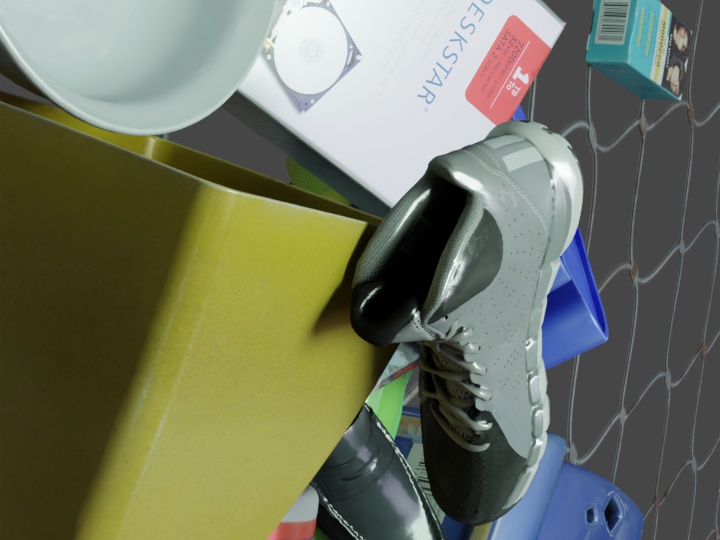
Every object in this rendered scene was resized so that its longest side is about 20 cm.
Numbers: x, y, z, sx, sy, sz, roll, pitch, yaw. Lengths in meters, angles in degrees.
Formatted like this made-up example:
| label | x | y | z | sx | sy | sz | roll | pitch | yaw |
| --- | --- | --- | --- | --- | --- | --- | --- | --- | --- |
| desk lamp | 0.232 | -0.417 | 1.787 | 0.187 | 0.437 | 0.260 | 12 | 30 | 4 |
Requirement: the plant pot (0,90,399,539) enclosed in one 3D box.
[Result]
| label | x | y | z | sx | sy | sz | roll | pitch | yaw |
| --- | --- | --- | --- | --- | --- | --- | --- | --- | --- |
| plant pot | -0.107 | 0.031 | 0.596 | 0.199 | 0.199 | 0.178 | 10 | 99 | -61 |

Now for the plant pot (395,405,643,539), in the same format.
| label | x | y | z | sx | sy | sz | roll | pitch | yaw |
| --- | --- | --- | --- | --- | --- | --- | --- | --- | --- |
| plant pot | 0.070 | 0.212 | 0.951 | 0.180 | 0.199 | 0.201 | 53 | 53 | -45 |

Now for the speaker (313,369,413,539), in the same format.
| label | x | y | z | sx | sy | sz | roll | pitch | yaw |
| --- | --- | --- | --- | --- | --- | --- | --- | --- | --- |
| speaker | -0.023 | 0.121 | 0.864 | 0.088 | 0.088 | 0.202 | 40 | 63 | -57 |

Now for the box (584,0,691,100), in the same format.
| label | x | y | z | sx | sy | sz | roll | pitch | yaw |
| --- | --- | --- | --- | --- | --- | --- | --- | --- | --- |
| box | 0.298 | -0.239 | 1.372 | 0.199 | 0.049 | 0.083 | 8 | 91 | -61 |

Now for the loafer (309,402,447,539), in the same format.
| label | x | y | z | sx | sy | sz | roll | pitch | yaw |
| --- | --- | --- | --- | --- | --- | --- | --- | --- | --- |
| loafer | -0.017 | 0.109 | 0.787 | 0.068 | 0.070 | 0.201 | -39 | 91 | -17 |

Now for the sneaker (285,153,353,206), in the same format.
| label | x | y | z | sx | sy | sz | roll | pitch | yaw |
| --- | --- | --- | --- | --- | --- | --- | --- | --- | --- |
| sneaker | -0.031 | -0.135 | 0.802 | 0.090 | 0.078 | 0.202 | -2 | 93 | -53 |

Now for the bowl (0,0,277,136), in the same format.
| label | x | y | z | sx | sy | sz | roll | pitch | yaw |
| --- | --- | --- | --- | --- | --- | --- | --- | --- | --- |
| bowl | -0.129 | -0.162 | 0.578 | 0.200 | 0.090 | 0.203 | -6 | 97 | -55 |

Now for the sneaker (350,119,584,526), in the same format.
| label | x | y | z | sx | sy | sz | roll | pitch | yaw |
| --- | --- | --- | --- | --- | --- | --- | --- | --- | --- |
| sneaker | 0.033 | 0.035 | 0.580 | 0.115 | 0.075 | 0.202 | -17 | 119 | -47 |

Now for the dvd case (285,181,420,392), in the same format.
| label | x | y | z | sx | sy | sz | roll | pitch | yaw |
| --- | --- | --- | --- | --- | --- | --- | --- | --- | --- |
| dvd case | 0.000 | 0.000 | 0.840 | 0.022 | 0.146 | 0.200 | -44 | 168 | 33 |

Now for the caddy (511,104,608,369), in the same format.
| label | x | y | z | sx | sy | sz | roll | pitch | yaw |
| --- | --- | --- | --- | --- | --- | --- | --- | --- | --- |
| caddy | 0.082 | -0.017 | 0.839 | 0.142 | 0.104 | 0.201 | 52 | 22 | -40 |

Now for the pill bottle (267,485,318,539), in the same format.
| label | x | y | z | sx | sy | sz | roll | pitch | yaw |
| --- | --- | --- | --- | --- | --- | --- | --- | --- | --- |
| pill bottle | -0.093 | 0.215 | 0.737 | 0.111 | 0.111 | 0.202 | 14 | 86 | -61 |

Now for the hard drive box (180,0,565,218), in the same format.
| label | x | y | z | sx | sy | sz | roll | pitch | yaw |
| --- | --- | --- | --- | --- | --- | --- | --- | --- | --- |
| hard drive box | -0.002 | -0.137 | 0.732 | 0.199 | 0.077 | 0.157 | 34 | 84 | -34 |
